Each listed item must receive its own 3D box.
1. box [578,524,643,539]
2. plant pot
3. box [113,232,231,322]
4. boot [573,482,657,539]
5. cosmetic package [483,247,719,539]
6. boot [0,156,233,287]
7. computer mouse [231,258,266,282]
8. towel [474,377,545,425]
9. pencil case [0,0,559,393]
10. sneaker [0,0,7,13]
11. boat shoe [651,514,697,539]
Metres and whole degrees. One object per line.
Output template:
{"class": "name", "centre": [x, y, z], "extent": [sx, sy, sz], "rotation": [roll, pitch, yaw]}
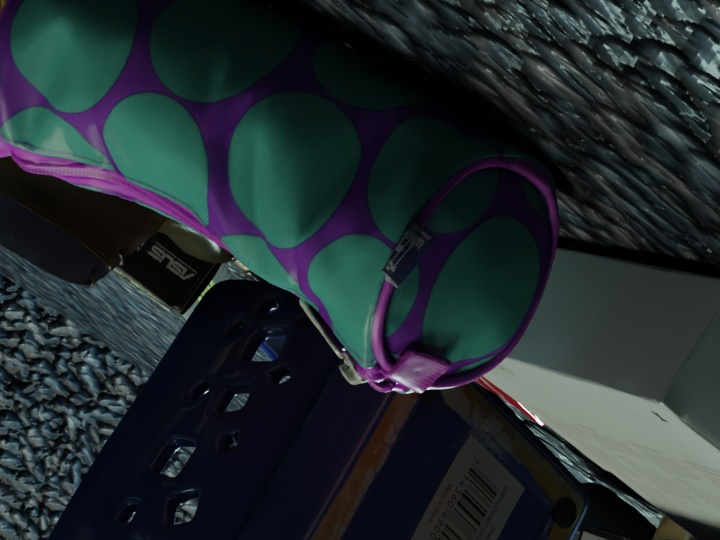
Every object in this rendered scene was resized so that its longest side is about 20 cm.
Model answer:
{"class": "box", "centre": [0.193, 0.144, 1.041], "extent": [0.199, 0.036, 0.143], "rotation": [18, 177, -13]}
{"class": "plant pot", "centre": [-0.010, 0.132, 1.378], "extent": [0.200, 0.201, 0.179], "rotation": [45, 151, -27]}
{"class": "box", "centre": [-0.163, -0.046, 1.499], "extent": [0.200, 0.048, 0.193], "rotation": [37, 174, 0]}
{"class": "boot", "centre": [0.193, 0.207, 1.461], "extent": [0.200, 0.073, 0.182], "rotation": [33, 168, 30]}
{"class": "cosmetic package", "centre": [0.125, 0.055, 0.938], "extent": [0.150, 0.052, 0.200], "rotation": [35, 173, -20]}
{"class": "boot", "centre": [-0.130, -0.030, 1.323], "extent": [0.075, 0.097, 0.200], "rotation": [28, 170, 38]}
{"class": "computer mouse", "centre": [-0.005, 0.046, 1.506], "extent": [0.200, 0.034, 0.059], "rotation": [38, 173, -19]}
{"class": "towel", "centre": [0.000, 0.000, 1.245], "extent": [0.199, 0.023, 0.145], "rotation": [33, 174, 27]}
{"class": "pencil case", "centre": [-0.034, -0.037, 0.897], "extent": [0.199, 0.093, 0.085], "rotation": [31, 172, 32]}
{"class": "sneaker", "centre": [-0.185, -0.144, 0.992], "extent": [0.200, 0.075, 0.090], "rotation": [39, -178, 16]}
{"class": "boat shoe", "centre": [0.168, 0.147, 1.211], "extent": [0.072, 0.065, 0.200], "rotation": [52, 167, -11]}
